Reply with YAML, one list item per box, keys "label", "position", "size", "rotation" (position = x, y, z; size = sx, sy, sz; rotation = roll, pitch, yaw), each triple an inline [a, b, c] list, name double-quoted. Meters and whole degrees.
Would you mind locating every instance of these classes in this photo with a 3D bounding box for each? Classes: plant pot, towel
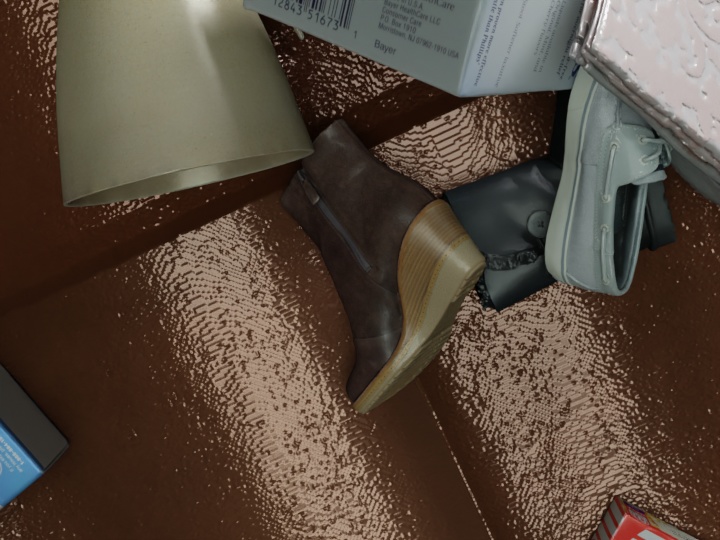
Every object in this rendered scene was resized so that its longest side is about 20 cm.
- label: "plant pot"
  position: [-0.147, -0.163, 0.923]
  size: [0.187, 0.187, 0.200]
  rotation: [-13, 92, 4]
- label: "towel"
  position: [0.224, -0.162, 0.834]
  size: [0.200, 0.032, 0.191]
  rotation: [33, 60, -29]

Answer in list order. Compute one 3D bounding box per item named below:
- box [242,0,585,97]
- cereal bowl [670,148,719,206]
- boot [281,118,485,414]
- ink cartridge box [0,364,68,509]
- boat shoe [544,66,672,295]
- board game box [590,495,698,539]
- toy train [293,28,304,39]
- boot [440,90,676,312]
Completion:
- label: "box"
  position: [0.059, -0.198, 0.855]
  size: [0.184, 0.200, 0.105]
  rotation: [28, 114, 29]
- label: "cereal bowl"
  position: [0.298, -0.119, 0.937]
  size: [0.200, 0.083, 0.200]
  rotation: [5, 65, -12]
- label: "boot"
  position: [0.000, 0.000, 0.999]
  size: [0.166, 0.072, 0.200]
  rotation: [43, 128, 17]
- label: "ink cartridge box"
  position: [-0.366, 0.159, 1.024]
  size: [0.200, 0.084, 0.145]
  rotation: [-39, 97, 8]
- label: "boat shoe"
  position: [0.186, -0.077, 0.889]
  size: [0.071, 0.070, 0.201]
  rotation: [23, 117, 33]
- label: "board game box"
  position: [0.265, 0.302, 1.051]
  size: [0.200, 0.046, 0.152]
  rotation: [27, 99, -3]
- label: "toy train"
  position: [-0.082, -0.265, 0.923]
  size: [0.085, 0.116, 0.200]
  rotation: [-18, 99, 11]
- label: "boot"
  position: [0.138, -0.080, 0.972]
  size: [0.168, 0.076, 0.200]
  rotation: [-19, 105, 1]
